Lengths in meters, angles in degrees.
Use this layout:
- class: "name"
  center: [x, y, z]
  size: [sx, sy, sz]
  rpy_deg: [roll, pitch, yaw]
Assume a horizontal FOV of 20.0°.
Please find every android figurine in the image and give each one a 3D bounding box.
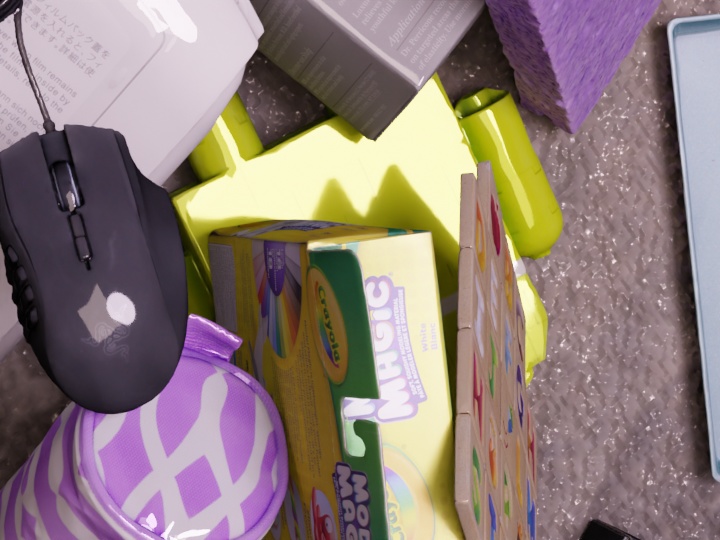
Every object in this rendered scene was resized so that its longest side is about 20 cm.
- class: "android figurine"
  center: [0.000, 0.000, 0.836]
  size: [0.181, 0.041, 0.201]
  rpy_deg: [-29, 100, -11]

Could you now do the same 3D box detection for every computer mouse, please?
- class: "computer mouse"
  center: [-0.100, -0.053, 0.651]
  size: [0.058, 0.034, 0.202]
  rpy_deg: [-17, 85, -7]

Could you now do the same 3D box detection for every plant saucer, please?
- class: "plant saucer"
  center: [0.173, -0.012, 0.892]
  size: [0.069, 0.019, 0.202]
  rpy_deg: [-8, 96, -14]

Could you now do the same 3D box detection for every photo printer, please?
- class: "photo printer"
  center: [-0.145, -0.073, 0.737]
  size: [0.166, 0.070, 0.200]
  rpy_deg: [40, 112, -11]

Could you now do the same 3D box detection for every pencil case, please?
- class: "pencil case"
  center: [-0.098, 0.100, 0.736]
  size: [0.083, 0.200, 0.086]
  rpy_deg: [30, 50, -15]

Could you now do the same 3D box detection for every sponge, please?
- class: "sponge"
  center: [0.092, -0.127, 0.774]
  size: [0.030, 0.200, 0.112]
  rpy_deg: [32, 86, 14]

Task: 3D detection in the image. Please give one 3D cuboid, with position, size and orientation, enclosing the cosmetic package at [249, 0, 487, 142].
- class: "cosmetic package"
  center: [-0.034, -0.156, 0.771]
  size: [0.200, 0.090, 0.107]
  rpy_deg: [40, 74, -2]

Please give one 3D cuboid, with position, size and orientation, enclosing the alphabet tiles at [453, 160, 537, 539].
- class: "alphabet tiles"
  center: [0.051, 0.069, 0.732]
  size: [0.006, 0.167, 0.201]
  rpy_deg: [-5, 51, 11]

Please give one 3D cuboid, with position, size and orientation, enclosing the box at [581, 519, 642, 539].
- class: "box"
  center: [0.126, 0.234, 0.886]
  size: [0.159, 0.044, 0.201]
  rpy_deg: [29, 86, -14]

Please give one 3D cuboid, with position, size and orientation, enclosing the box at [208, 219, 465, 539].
- class: "box"
  center: [-0.010, 0.042, 0.713]
  size: [0.048, 0.200, 0.119]
  rpy_deg: [-7, 94, -12]
